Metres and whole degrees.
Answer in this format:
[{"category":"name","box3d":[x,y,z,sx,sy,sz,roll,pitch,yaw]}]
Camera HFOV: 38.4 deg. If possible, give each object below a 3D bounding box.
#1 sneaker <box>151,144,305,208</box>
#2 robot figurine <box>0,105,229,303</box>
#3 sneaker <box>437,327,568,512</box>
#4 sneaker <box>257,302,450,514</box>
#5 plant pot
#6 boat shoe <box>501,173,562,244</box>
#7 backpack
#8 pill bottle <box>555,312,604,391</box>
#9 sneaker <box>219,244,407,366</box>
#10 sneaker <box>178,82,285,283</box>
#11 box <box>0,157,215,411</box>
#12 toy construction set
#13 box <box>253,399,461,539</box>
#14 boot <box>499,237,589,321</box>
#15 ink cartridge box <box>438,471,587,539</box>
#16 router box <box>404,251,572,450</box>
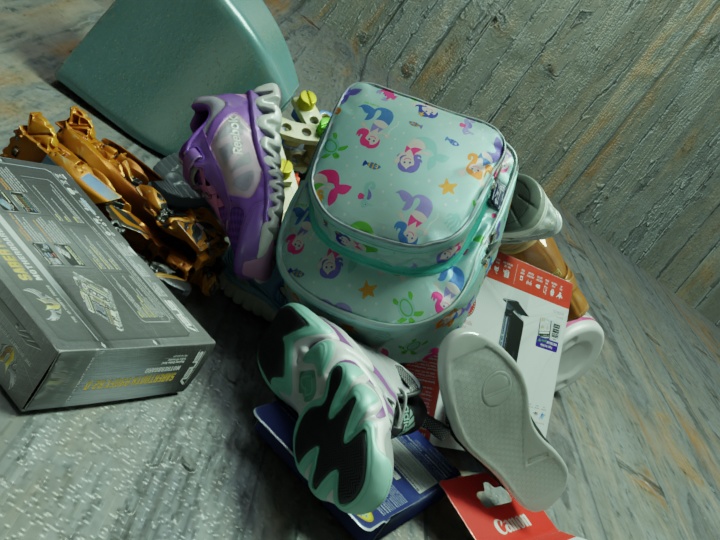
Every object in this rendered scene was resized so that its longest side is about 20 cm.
[{"category":"sneaker","box3d":[-0.135,-0.082,1.065,0.198,0.082,0.071,-13,60,-42]},{"category":"robot figurine","box3d":[-0.191,-0.052,0.856,0.199,0.059,0.145,38,17,0]},{"category":"sneaker","box3d":[0.092,0.108,0.833,0.099,0.071,0.201,38,-15,53]},{"category":"sneaker","box3d":[0.015,0.105,0.731,0.139,0.078,0.201,27,20,-32]},{"category":"plant pot","box3d":[-0.176,-0.227,1.142,0.200,0.196,0.197,43,15,-11]},{"category":"boat shoe","box3d":[0.088,-0.057,0.960,0.199,0.076,0.065,4,-16,36]},{"category":"backpack","box3d":[0.026,-0.036,0.826,0.175,0.202,0.151,21,-20,11]},{"category":"pill bottle","box3d":[0.216,0.052,1.357,0.113,0.114,0.201,19,24,-47]},{"category":"sneaker","box3d":[-0.036,0.019,0.896,0.198,0.091,0.078,32,24,15]},{"category":"sneaker","box3d":[-0.109,-0.076,0.867,0.087,0.081,0.203,3,52,-14]},{"category":"box","box3d":[-0.211,0.002,0.689,0.200,0.049,0.158,45,18,20]},{"category":"toy construction set","box3d":[-0.057,-0.084,0.993,0.129,0.093,0.202,-4,46,-26]},{"category":"box","box3d":[-0.004,0.142,0.787,0.121,0.033,0.199,44,16,18]},{"category":"boot","box3d":[0.169,-0.014,1.150,0.155,0.073,0.200,51,-2,-11]},{"category":"ink cartridge box","box3d":[0.164,0.235,0.823,0.160,0.050,0.202,11,43,-59]},{"category":"router box","box3d":[0.119,0.078,0.969,0.048,0.183,0.199,6,-7,40]}]
